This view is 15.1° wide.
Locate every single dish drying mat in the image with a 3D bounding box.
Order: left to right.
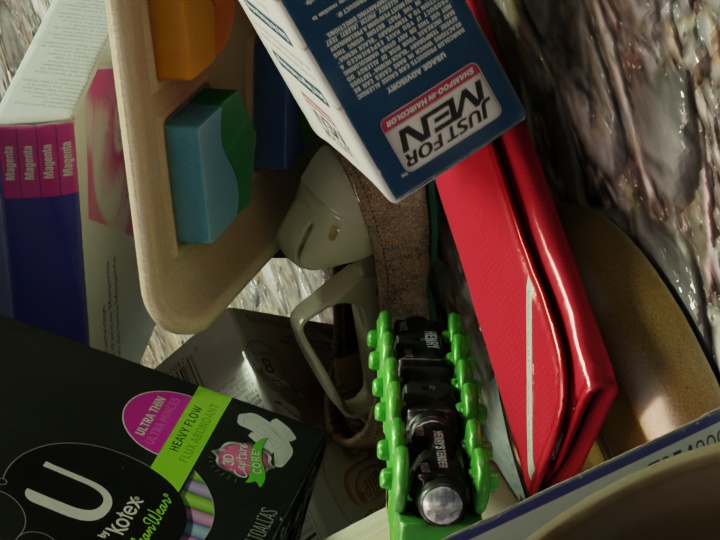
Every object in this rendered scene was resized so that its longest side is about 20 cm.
[{"bbox_3d":[0.051,-0.015,1.011,0.077,0.018,0.200,106,154,-49],"label":"dish drying mat"}]

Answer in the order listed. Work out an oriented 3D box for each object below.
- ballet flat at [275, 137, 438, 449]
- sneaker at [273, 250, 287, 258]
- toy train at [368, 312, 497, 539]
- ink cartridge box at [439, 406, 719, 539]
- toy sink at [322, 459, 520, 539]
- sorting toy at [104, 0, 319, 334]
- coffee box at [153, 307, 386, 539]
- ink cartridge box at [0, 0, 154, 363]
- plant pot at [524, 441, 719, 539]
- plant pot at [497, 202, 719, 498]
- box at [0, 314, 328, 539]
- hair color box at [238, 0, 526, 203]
[{"bbox_3d":[0.000,0.000,1.196,0.068,0.067,0.200,-131,28,-54],"label":"ballet flat"},{"bbox_3d":[-0.053,-0.084,1.312,0.200,0.080,0.086,81,-166,-53],"label":"sneaker"},{"bbox_3d":[0.026,0.067,1.045,0.200,0.042,0.057,-95,7,-74],"label":"toy train"},{"bbox_3d":[0.083,0.163,0.863,0.043,0.196,0.200,-18,91,46],"label":"ink cartridge box"},{"bbox_3d":[0.054,0.194,1.057,0.131,0.112,0.200,64,177,-35],"label":"toy sink"},{"bbox_3d":[-0.055,-0.098,1.159,0.185,0.036,0.200,-50,-45,-57],"label":"sorting toy"},{"bbox_3d":[-0.015,0.125,1.273,0.080,0.114,0.200,-39,62,28],"label":"coffee box"},{"bbox_3d":[-0.133,-0.014,1.271,0.200,0.043,0.197,-75,-12,-53],"label":"ink cartridge box"},{"bbox_3d":[0.129,0.174,0.760,0.174,0.200,0.200,63,171,-30],"label":"plant pot"},{"bbox_3d":[0.095,0.074,1.024,0.200,0.027,0.200,162,90,-75],"label":"plant pot"},{"bbox_3d":[-0.137,0.117,1.134,0.149,0.200,0.125,-61,-12,-58],"label":"box"},{"bbox_3d":[-0.024,-0.130,0.954,0.200,0.060,0.100,60,174,-24],"label":"hair color box"}]
